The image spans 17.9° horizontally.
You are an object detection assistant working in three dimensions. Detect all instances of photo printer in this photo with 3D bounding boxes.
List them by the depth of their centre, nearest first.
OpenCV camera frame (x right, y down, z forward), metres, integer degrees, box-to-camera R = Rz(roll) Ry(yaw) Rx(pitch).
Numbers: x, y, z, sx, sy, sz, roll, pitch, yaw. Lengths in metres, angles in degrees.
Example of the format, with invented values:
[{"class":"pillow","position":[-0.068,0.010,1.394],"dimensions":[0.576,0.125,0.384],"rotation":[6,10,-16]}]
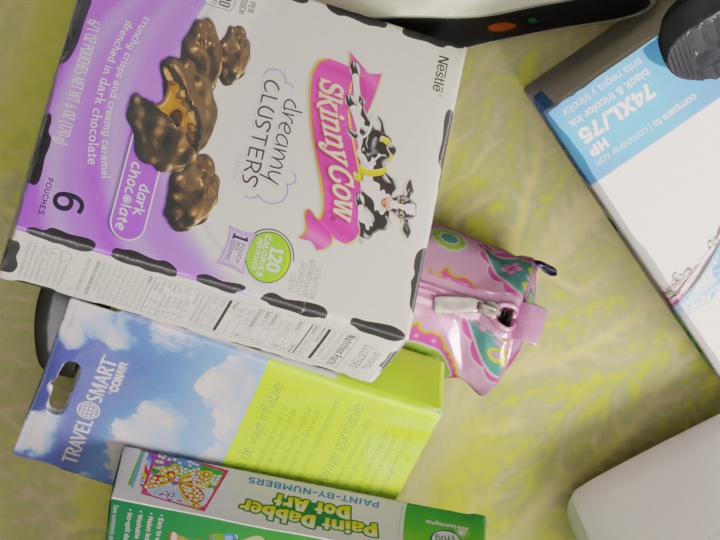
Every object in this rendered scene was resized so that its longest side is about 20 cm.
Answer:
[{"class":"photo printer","position":[0.216,0.171,1.198],"dimensions":[0.166,0.201,0.070],"rotation":[-26,140,5]}]

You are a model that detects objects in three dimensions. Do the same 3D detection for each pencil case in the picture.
[{"class":"pencil case","position":[0.000,0.000,1.222],"dimensions":[0.199,0.087,0.088],"rotation":[21,99,-2]}]

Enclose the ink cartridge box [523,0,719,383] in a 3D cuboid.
[{"class":"ink cartridge box","position":[0.202,-0.047,1.182],"dimensions":[0.146,0.147,0.200],"rotation":[-34,97,5]}]

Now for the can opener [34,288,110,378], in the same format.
[{"class":"can opener","position":[-0.131,-0.036,1.233],"dimensions":[0.067,0.053,0.201],"rotation":[12,98,-3]}]

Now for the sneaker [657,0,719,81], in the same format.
[{"class":"sneaker","position":[0.213,-0.164,1.073],"dimensions":[0.199,0.070,0.082],"rotation":[-30,64,-7]}]

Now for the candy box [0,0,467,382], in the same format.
[{"class":"candy box","position":[-0.061,-0.055,1.141],"dimensions":[0.199,0.072,0.169],"rotation":[16,66,-9]}]

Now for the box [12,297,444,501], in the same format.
[{"class":"box","position":[-0.069,0.074,1.197],"dimensions":[0.199,0.048,0.122],"rotation":[19,127,-9]}]

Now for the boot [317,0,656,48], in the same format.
[{"class":"boot","position":[0.051,-0.194,1.204],"dimensions":[0.199,0.072,0.145],"rotation":[-8,78,12]}]

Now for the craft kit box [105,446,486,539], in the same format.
[{"class":"craft kit box","position":[-0.046,0.197,1.233],"dimensions":[0.196,0.049,0.201],"rotation":[9,128,-3]}]
